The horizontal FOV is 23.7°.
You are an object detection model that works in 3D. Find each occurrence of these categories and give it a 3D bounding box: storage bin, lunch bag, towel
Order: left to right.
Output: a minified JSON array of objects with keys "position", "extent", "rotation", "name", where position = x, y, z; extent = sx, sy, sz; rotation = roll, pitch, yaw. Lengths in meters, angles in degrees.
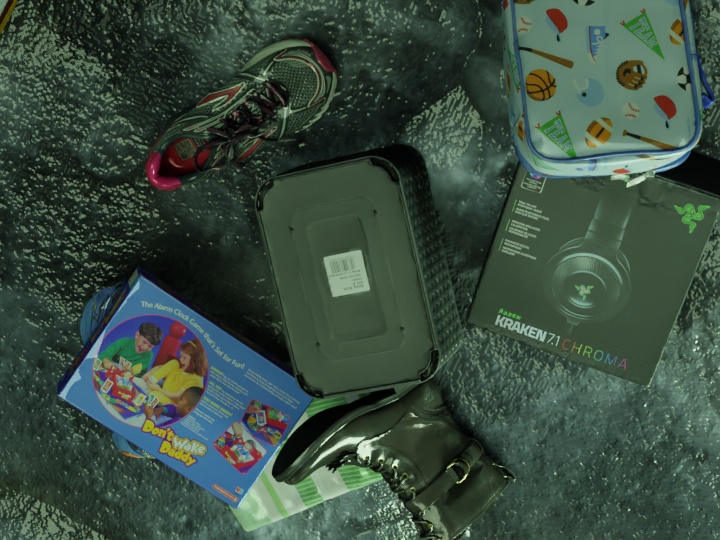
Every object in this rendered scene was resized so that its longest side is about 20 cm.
[{"position":[-0.065,0.162,1.664],"extent":[0.199,0.023,0.153],"rotation":[-24,107,22],"name":"towel"},{"position":[0.000,0.000,1.514],"extent":[0.134,0.094,0.201],"rotation":[-11,98,18],"name":"storage bin"},{"position":[0.196,-0.167,1.374],"extent":[0.159,0.076,0.201],"rotation":[-5,80,-1],"name":"lunch bag"}]

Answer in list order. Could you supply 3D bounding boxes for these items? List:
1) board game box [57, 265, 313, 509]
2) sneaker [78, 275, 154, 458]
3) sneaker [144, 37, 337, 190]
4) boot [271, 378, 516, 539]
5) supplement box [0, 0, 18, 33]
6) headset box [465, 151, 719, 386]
[{"position":[-0.159,0.109,1.578],"extent":[0.200,0.045,0.135],"rotation":[35,93,-14],"name":"board game box"},{"position":[-0.205,0.094,1.628],"extent":[0.078,0.075,0.201],"rotation":[16,130,42],"name":"sneaker"},{"position":[-0.104,-0.129,1.516],"extent":[0.200,0.075,0.081],"rotation":[-34,102,23],"name":"sneaker"},{"position":[0.035,0.190,1.585],"extent":[0.200,0.069,0.175],"rotation":[-34,102,-17],"name":"boot"},{"position":[-0.409,-0.263,1.460],"extent":[0.197,0.200,0.133],"rotation":[33,116,-3],"name":"supplement box"},{"position":[0.205,-0.029,1.475],"extent":[0.173,0.093,0.201],"rotation":[20,116,4],"name":"headset box"}]
